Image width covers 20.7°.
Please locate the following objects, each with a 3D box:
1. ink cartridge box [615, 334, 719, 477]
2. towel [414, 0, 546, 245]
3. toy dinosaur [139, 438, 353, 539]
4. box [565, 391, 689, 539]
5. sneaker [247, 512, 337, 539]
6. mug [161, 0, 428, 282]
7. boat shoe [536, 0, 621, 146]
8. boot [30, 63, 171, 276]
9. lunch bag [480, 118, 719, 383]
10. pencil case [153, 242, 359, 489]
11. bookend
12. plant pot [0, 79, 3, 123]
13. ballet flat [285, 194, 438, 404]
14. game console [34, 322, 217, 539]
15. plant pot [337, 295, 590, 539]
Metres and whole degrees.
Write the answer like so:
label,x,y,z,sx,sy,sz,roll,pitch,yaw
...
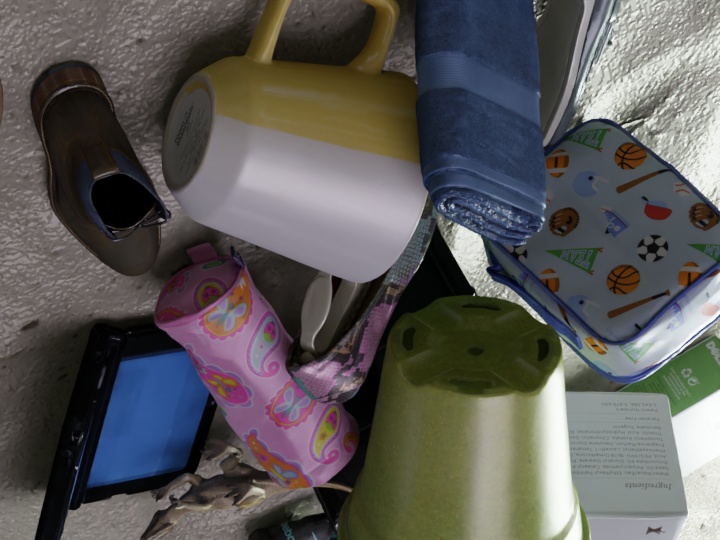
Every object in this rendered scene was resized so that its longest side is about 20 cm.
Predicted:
label,x,y,z,sx,sy,sz,roll,pitch,yaw
ink cartridge box,0.318,0.129,1.862,0.199,0.059,0.104,-31,140,2
towel,0.077,-0.124,1.348,0.048,0.202,0.111,-18,153,38
toy dinosaur,-0.095,0.174,1.602,0.198,0.059,0.101,-13,158,10
box,0.168,0.216,1.754,0.198,0.131,0.200,1,141,-7
sneaker,-0.034,0.289,1.809,0.079,0.076,0.200,-30,141,-3
mug,-0.051,-0.096,1.366,0.152,0.188,0.149,11,159,-28
boat shoe,0.166,-0.174,1.438,0.061,0.073,0.201,-4,130,-22
boot,-0.171,-0.039,1.356,0.074,0.097,0.201,-24,140,-5
lunch bag,0.187,-0.016,1.522,0.160,0.200,0.076,-39,144,-8
pencil case,-0.078,0.075,1.500,0.087,0.088,0.201,-32,119,3
bookend,0.019,0.089,1.613,0.198,0.092,0.200,-29,140,0
plant pot,-0.314,-0.077,1.234,0.199,0.093,0.202,-16,138,-15
ballet flat,0.000,0.000,1.463,0.071,0.069,0.201,37,73,-47
game console,-0.177,0.144,1.541,0.115,0.177,0.201,15,129,-6
plant pot,0.081,0.128,1.493,0.199,0.201,0.185,-13,125,-19
